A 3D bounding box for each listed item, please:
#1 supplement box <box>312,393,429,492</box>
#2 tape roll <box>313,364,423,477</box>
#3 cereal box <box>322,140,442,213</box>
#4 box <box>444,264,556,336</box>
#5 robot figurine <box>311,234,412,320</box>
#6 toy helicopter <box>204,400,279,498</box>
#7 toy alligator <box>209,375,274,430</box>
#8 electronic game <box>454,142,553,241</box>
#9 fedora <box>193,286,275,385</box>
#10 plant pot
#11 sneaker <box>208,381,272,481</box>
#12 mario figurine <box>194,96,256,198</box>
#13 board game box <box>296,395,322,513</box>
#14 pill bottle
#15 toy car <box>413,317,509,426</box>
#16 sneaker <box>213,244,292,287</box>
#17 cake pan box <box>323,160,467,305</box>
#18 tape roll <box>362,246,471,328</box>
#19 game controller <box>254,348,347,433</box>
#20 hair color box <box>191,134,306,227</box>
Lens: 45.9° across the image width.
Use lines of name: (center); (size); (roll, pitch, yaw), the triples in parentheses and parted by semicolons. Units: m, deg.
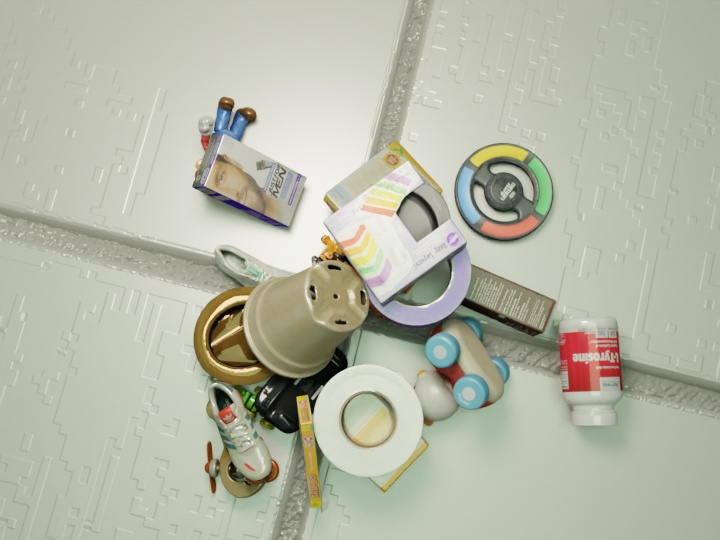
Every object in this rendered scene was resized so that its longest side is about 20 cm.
supplement box: (0.016, 0.305, 1.621); (0.126, 0.074, 0.200); (-45, 84, -5)
tape roll: (0.015, 0.271, 1.552); (0.201, 0.071, 0.203); (0, 82, 2)
cereal box: (0.045, -0.148, 1.679); (0.200, 0.040, 0.144); (-39, 83, -22)
box: (0.267, 0.055, 1.646); (0.199, 0.100, 0.075); (25, 83, 4)
robot figurine: (0.000, 0.000, 1.669); (0.200, 0.058, 0.145); (40, 73, 5)
toy helicopter: (-0.251, 0.338, 1.624); (0.132, 0.079, 0.201); (-27, 75, 5)
toy alligator: (-0.210, 0.251, 1.638); (0.200, 0.054, 0.059); (30, 82, 4)
electronic game: (0.287, -0.158, 1.707); (0.199, 0.042, 0.201); (0, 81, -1)
fedora: (-0.222, 0.129, 1.642); (0.200, 0.082, 0.202); (2, 77, -7)
plant pot: (-0.086, 0.075, 1.545); (0.200, 0.183, 0.201); (14, 62, -28)
sneaker: (-0.229, 0.290, 1.549); (0.070, 0.093, 0.200); (-29, 66, 0)
mario figurine: (-0.262, -0.239, 1.686); (0.123, 0.106, 0.201); (13, 80, 5)
board game box: (-0.093, 0.340, 1.563); (0.030, 0.096, 0.201); (-10, 113, -5)
pill bottle: (0.439, 0.193, 1.620); (0.112, 0.112, 0.201); (-2, 82, 0)
toy car: (0.152, 0.209, 1.613); (0.200, 0.184, 0.177); (-37, 82, 23)
sneaker: (-0.200, 0.011, 1.657); (0.199, 0.089, 0.075); (27, 81, 3)
cake pan box: (0.064, -0.068, 1.511); (0.200, 0.052, 0.185); (-34, 84, -1)
tape roll: (0.102, 0.004, 1.566); (0.199, 0.085, 0.201); (0, 84, 3)
game controller: (-0.111, 0.214, 1.630); (0.104, 0.042, 0.200); (44, 64, -7)
hair color box: (-0.212, -0.171, 1.646); (0.200, 0.065, 0.110); (24, 80, -32)
